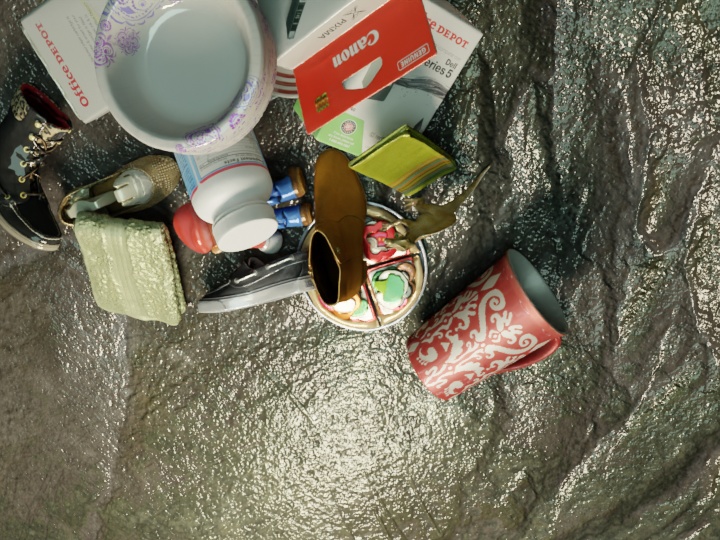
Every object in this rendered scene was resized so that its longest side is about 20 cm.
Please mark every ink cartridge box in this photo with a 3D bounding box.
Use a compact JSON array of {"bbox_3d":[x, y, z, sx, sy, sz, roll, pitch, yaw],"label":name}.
[{"bbox_3d":[-0.308,-0.306,0.918,0.196,0.088,0.148,-26,107,15],"label":"ink cartridge box"},{"bbox_3d":[-0.023,-0.275,0.785,0.197,0.043,0.178,-23,74,36],"label":"ink cartridge box"},{"bbox_3d":[0.031,-0.243,0.866,0.143,0.085,0.202,12,121,-39],"label":"ink cartridge box"}]

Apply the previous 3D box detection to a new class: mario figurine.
[{"bbox_3d":[-0.169,-0.088,1.011,0.194,0.106,0.127,-13,75,1],"label":"mario figurine"}]

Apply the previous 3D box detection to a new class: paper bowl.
[{"bbox_3d":[-0.191,-0.236,0.815,0.194,0.104,0.207,1,94,9],"label":"paper bowl"}]

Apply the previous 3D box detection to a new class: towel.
[{"bbox_3d":[0.059,-0.131,0.892,0.085,0.199,0.018,-33,75,18],"label":"towel"},{"bbox_3d":[-0.335,0.002,1.047,0.144,0.037,0.203,8,135,2],"label":"towel"}]

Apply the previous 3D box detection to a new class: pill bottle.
[{"bbox_3d":[-0.176,-0.134,0.914,0.107,0.108,0.204,-27,74,18],"label":"pill bottle"}]

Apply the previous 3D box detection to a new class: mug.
[{"bbox_3d":[0.184,0.100,1.002,0.199,0.134,0.178,-38,102,24],"label":"mug"}]

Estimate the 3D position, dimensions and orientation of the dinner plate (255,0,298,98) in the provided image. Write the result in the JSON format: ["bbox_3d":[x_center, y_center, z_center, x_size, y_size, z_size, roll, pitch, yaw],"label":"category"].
[{"bbox_3d":[-0.087,-0.320,0.886,0.194,0.024,0.206,3,112,6],"label":"dinner plate"}]

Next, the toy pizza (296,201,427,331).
[{"bbox_3d":[0.000,0.000,1.035,0.194,0.032,0.206,3,113,6],"label":"toy pizza"}]

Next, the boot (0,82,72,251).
[{"bbox_3d":[-0.454,-0.144,0.989,0.151,0.073,0.201,-47,69,19],"label":"boot"}]

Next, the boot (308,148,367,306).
[{"bbox_3d":[-0.035,-0.062,0.932,0.069,0.144,0.207,-11,92,15],"label":"boot"}]

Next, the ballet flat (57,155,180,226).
[{"bbox_3d":[-0.348,-0.106,1.019,0.196,0.066,0.072,-22,109,15],"label":"ballet flat"}]

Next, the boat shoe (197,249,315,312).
[{"bbox_3d":[-0.157,0.016,1.044,0.195,0.071,0.070,-15,87,25],"label":"boat shoe"}]

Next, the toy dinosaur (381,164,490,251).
[{"bbox_3d":[0.095,-0.068,0.958,0.100,0.199,0.059,5,127,52],"label":"toy dinosaur"}]

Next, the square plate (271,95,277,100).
[{"bbox_3d":[-0.100,-0.338,0.908,0.195,0.029,0.202,-20,108,15],"label":"square plate"}]
